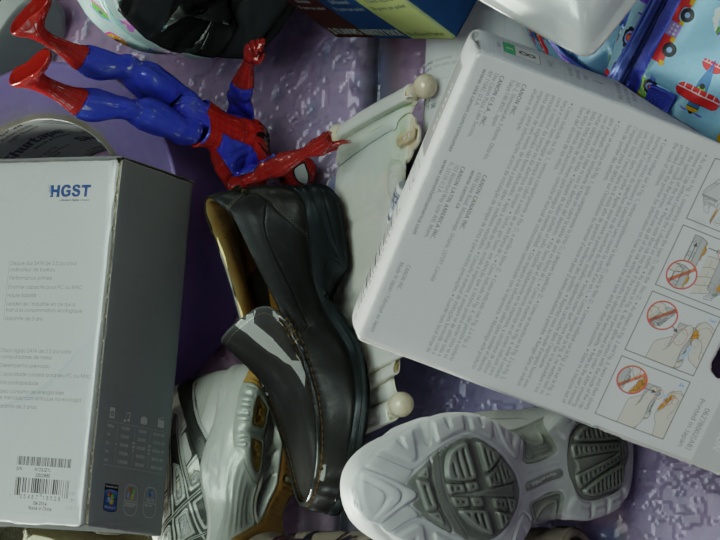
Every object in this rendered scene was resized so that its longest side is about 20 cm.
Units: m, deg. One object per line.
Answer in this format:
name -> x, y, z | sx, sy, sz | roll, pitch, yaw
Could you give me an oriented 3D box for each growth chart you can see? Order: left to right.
growth chart -> 0.000, 0.000, 1.400 | 0.145, 0.018, 0.201 | 168, 107, -65

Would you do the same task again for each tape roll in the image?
tape roll -> -0.169, -0.017, 1.498 | 0.199, 0.085, 0.201 | -6, 77, 29

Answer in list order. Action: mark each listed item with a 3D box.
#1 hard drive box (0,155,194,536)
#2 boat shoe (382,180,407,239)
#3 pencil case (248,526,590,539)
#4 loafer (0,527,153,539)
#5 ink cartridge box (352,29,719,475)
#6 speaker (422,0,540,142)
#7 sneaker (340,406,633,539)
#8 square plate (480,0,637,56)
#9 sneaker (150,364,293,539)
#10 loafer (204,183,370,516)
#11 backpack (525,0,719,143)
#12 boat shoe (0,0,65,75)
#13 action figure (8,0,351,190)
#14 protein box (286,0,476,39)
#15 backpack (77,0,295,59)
hard drive box -> -0.183, 0.042, 1.402 | 0.155, 0.077, 0.201 | 1, 82, 30
boat shoe -> 0.104, 0.009, 1.301 | 0.071, 0.199, 0.070 | -123, 46, -67
pencil case -> 0.029, 0.177, 1.336 | 0.199, 0.089, 0.078 | -3, 111, 21
loafer -> -0.172, 0.172, 1.474 | 0.200, 0.067, 0.076 | 16, 89, 31
ink cartridge box -> 0.116, -0.008, 1.233 | 0.199, 0.050, 0.161 | 20, 111, -9
speaker -> 0.072, -0.058, 1.373 | 0.081, 0.081, 0.201 | -4, 79, 28
sneaker -> 0.049, 0.110, 1.297 | 0.099, 0.200, 0.078 | -8, 86, 42
square plate -> 0.087, -0.223, 1.225 | 0.198, 0.028, 0.200 | 32, 74, 25
sneaker -> -0.087, 0.151, 1.411 | 0.087, 0.076, 0.201 | -7, 61, 33
loafer -> -0.043, 0.042, 1.379 | 0.073, 0.072, 0.200 | 123, 144, -48
backpack -> 0.174, -0.150, 1.279 | 0.200, 0.135, 0.183 | 35, 99, 13
boat shoe -> -0.262, -0.096, 1.567 | 0.064, 0.071, 0.200 | 28, 77, 37
action figure -> -0.085, -0.099, 1.398 | 0.099, 0.200, 0.065 | -31, 46, 34
protein box -> -0.009, -0.258, 1.342 | 0.135, 0.200, 0.199 | 10, 69, 61
backpack -> -0.087, -0.219, 1.456 | 0.127, 0.167, 0.201 | 23, 94, 64
